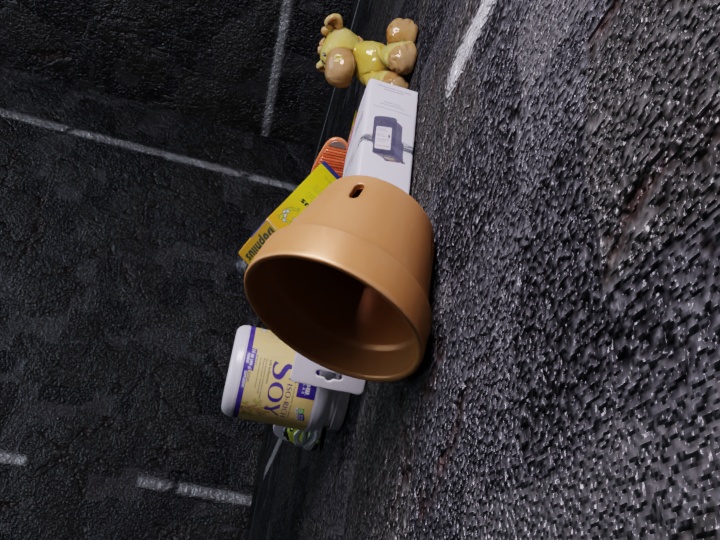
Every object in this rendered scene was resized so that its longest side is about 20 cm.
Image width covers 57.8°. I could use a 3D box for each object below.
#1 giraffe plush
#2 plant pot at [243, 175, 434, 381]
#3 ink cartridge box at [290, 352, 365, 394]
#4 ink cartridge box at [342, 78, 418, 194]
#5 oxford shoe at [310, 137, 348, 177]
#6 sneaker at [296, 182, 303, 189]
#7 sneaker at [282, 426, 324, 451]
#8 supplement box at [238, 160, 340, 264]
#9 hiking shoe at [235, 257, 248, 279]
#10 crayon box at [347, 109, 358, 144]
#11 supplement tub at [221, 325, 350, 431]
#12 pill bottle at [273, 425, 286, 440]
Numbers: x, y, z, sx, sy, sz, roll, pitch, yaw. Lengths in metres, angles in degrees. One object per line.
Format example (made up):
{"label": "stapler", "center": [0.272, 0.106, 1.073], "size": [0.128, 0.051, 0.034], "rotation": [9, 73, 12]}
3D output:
{"label": "giraffe plush", "center": [0.002, -0.367, 1.135], "size": [0.202, 0.157, 0.176], "rotation": [-93, 17, -57]}
{"label": "plant pot", "center": [-0.005, 0.000, 0.684], "size": [0.142, 0.196, 0.201], "rotation": [-63, 0, -34]}
{"label": "ink cartridge box", "center": [-0.029, 0.060, 0.917], "size": [0.068, 0.113, 0.206], "rotation": [-129, 52, -77]}
{"label": "ink cartridge box", "center": [0.022, -0.154, 0.978], "size": [0.146, 0.082, 0.205], "rotation": [116, 164, -57]}
{"label": "oxford shoe", "center": [-0.060, -0.167, 1.205], "size": [0.074, 0.069, 0.203], "rotation": [-85, 10, -49]}
{"label": "sneaker", "center": [-0.074, -0.083, 1.322], "size": [0.089, 0.074, 0.203], "rotation": [-82, -28, -48]}
{"label": "sneaker", "center": [-0.095, 0.231, 1.238], "size": [0.076, 0.074, 0.206], "rotation": [119, 163, -66]}
{"label": "supplement box", "center": [-0.094, -0.071, 1.095], "size": [0.108, 0.109, 0.201], "rotation": [-40, 10, 43]}
{"label": "hiking shoe", "center": [-0.189, -0.008, 1.262], "size": [0.200, 0.098, 0.078], "rotation": [130, 124, -71]}
{"label": "crayon box", "center": [-0.001, -0.190, 1.255], "size": [0.202, 0.056, 0.177], "rotation": [-95, 18, -60]}
{"label": "supplement tub", "center": [-0.119, 0.180, 1.068], "size": [0.145, 0.194, 0.150], "rotation": [-168, 90, -81]}
{"label": "pill bottle", "center": [-0.142, 0.260, 1.407], "size": [0.203, 0.101, 0.106], "rotation": [-89, 15, -49]}
